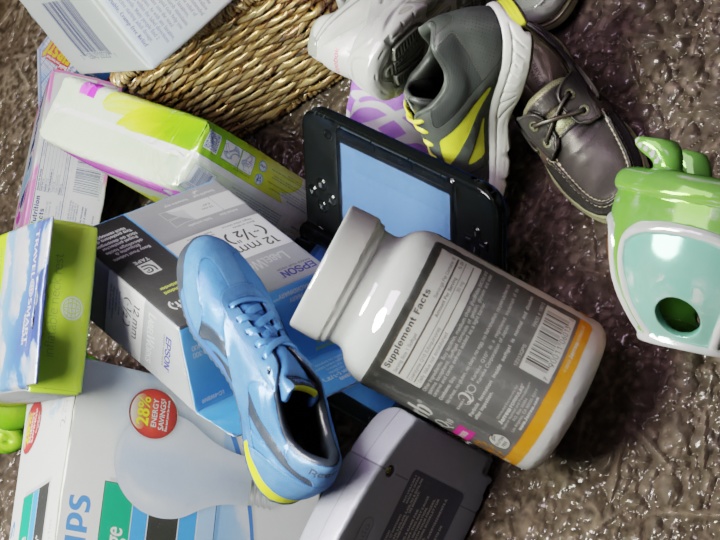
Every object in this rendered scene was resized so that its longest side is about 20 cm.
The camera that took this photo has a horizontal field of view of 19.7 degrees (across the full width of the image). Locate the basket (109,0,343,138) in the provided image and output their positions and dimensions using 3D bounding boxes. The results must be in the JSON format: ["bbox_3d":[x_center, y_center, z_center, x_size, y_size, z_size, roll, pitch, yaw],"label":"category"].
[{"bbox_3d":[-0.099,-0.223,1.736,0.199,0.149,0.143,-28,54,28],"label":"basket"}]

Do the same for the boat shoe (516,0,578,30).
[{"bbox_3d":[0.140,-0.287,1.621,0.074,0.068,0.201,-8,65,37],"label":"boat shoe"}]

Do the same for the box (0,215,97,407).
[{"bbox_3d":[-0.240,0.032,1.496,0.200,0.047,0.123,-13,71,63],"label":"box"}]

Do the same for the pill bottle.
[{"bbox_3d":[0.059,0.043,1.427,0.199,0.116,0.117,28,91,0],"label":"pill bottle"}]

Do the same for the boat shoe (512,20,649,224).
[{"bbox_3d":[0.146,-0.115,1.533,0.073,0.065,0.200,-43,49,13],"label":"boat shoe"}]

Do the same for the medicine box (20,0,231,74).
[{"bbox_3d":[-0.158,-0.259,1.673,0.200,0.103,0.182,-44,20,-16],"label":"medicine box"}]

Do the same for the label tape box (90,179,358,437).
[{"bbox_3d":[-0.100,0.024,1.510,0.200,0.143,0.066,36,132,35],"label":"label tape box"}]

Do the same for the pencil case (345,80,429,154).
[{"bbox_3d":[0.032,-0.159,1.643,0.086,0.083,0.201,135,148,-65],"label":"pencil case"}]

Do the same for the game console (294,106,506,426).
[{"bbox_3d":[0.000,0.000,1.542,0.199,0.172,0.118,27,44,35],"label":"game console"}]

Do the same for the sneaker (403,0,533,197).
[{"bbox_3d":[0.067,-0.113,1.537,0.075,0.084,0.201,-117,30,-52],"label":"sneaker"}]

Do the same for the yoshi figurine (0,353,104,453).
[{"bbox_3d":[-0.256,0.099,1.673,0.111,0.200,0.113,-23,86,-3],"label":"yoshi figurine"}]

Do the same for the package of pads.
[{"bbox_3d":[-0.146,-0.085,1.705,0.199,0.154,0.069,22,84,45],"label":"package of pads"}]

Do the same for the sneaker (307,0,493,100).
[{"bbox_3d":[0.033,-0.211,1.574,0.099,0.078,0.200,25,45,27],"label":"sneaker"}]

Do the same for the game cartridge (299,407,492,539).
[{"bbox_3d":[0.011,0.200,1.446,0.041,0.133,0.201,22,84,46],"label":"game cartridge"}]

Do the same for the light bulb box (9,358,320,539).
[{"bbox_3d":[-0.145,0.189,1.515,0.125,0.199,0.200,-35,46,58],"label":"light bulb box"}]

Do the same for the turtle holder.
[{"bbox_3d":[0.252,-0.008,1.363,0.184,0.141,0.133,11,92,3],"label":"turtle holder"}]

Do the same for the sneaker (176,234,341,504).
[{"bbox_3d":[-0.062,0.058,1.416,0.078,0.066,0.201,-41,67,53],"label":"sneaker"}]

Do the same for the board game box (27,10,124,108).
[{"bbox_3d":[-0.243,-0.242,1.928,0.200,0.062,0.200,-52,46,7],"label":"board game box"}]

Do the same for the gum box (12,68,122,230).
[{"bbox_3d":[-0.264,-0.059,1.815,0.114,0.066,0.201,133,147,-65],"label":"gum box"}]
